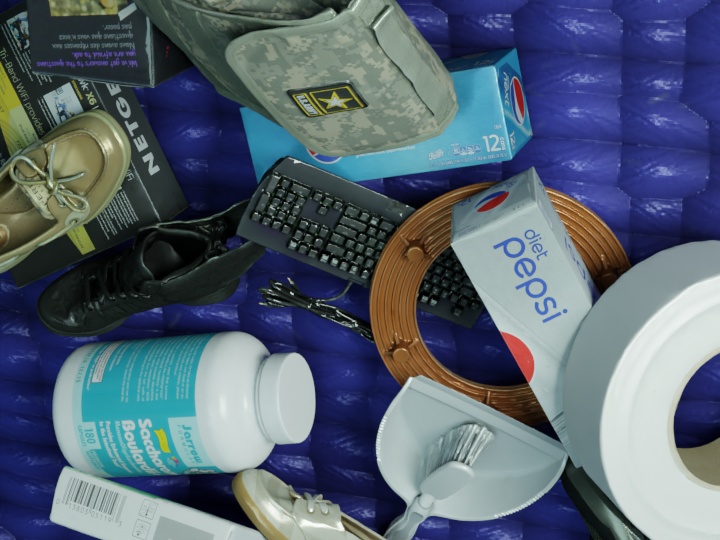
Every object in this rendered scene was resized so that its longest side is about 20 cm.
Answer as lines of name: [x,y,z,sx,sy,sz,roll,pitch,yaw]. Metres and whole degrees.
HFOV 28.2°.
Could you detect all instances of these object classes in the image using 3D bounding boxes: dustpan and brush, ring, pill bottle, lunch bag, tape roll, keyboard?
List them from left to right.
pill bottle: [-0.139,0.107,1.150,0.197,0.111,0.112,-6,108,23]
lunch bag: [-0.041,-0.160,0.932,0.199,0.164,0.118,30,82,31]
keyboard: [0.000,0.000,1.059,0.198,0.021,0.128,22,122,-16]
dustpan and brush: [0.060,0.167,1.120,0.138,0.058,0.200,26,149,-6]
ring: [0.104,0.031,1.047,0.197,0.019,0.203,1,116,3]
tape roll: [0.239,0.086,0.962,0.199,0.071,0.206,-4,107,-14]

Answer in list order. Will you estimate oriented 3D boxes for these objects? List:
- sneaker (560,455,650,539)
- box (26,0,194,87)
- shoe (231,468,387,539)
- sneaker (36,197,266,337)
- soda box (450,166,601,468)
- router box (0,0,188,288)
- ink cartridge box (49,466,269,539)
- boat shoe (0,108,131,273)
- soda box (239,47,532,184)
sneaker: [0.195,0.236,1.089,0.114,0.076,0.200,-36,100,22]
box: [-0.167,-0.245,1.017,0.105,0.122,0.203,9,114,18]
shoe: [-0.018,0.210,1.138,0.199,0.070,0.053,40,98,-21]
sneaker: [-0.164,-0.002,1.104,0.197,0.104,0.061,-12,72,1]
soda box: [0.135,0.035,1.000,0.068,0.064,0.201,-24,112,15]
router box: [-0.250,-0.107,1.143,0.156,0.052,0.202,-20,102,26]
ink cartridge box: [-0.135,0.216,1.164,0.159,0.200,0.051,13,80,24]
boat shoe: [-0.254,-0.048,1.101,0.199,0.063,0.074,-38,93,27]
soda box: [0.018,-0.107,1.032,0.197,0.064,0.069,-6,107,23]
